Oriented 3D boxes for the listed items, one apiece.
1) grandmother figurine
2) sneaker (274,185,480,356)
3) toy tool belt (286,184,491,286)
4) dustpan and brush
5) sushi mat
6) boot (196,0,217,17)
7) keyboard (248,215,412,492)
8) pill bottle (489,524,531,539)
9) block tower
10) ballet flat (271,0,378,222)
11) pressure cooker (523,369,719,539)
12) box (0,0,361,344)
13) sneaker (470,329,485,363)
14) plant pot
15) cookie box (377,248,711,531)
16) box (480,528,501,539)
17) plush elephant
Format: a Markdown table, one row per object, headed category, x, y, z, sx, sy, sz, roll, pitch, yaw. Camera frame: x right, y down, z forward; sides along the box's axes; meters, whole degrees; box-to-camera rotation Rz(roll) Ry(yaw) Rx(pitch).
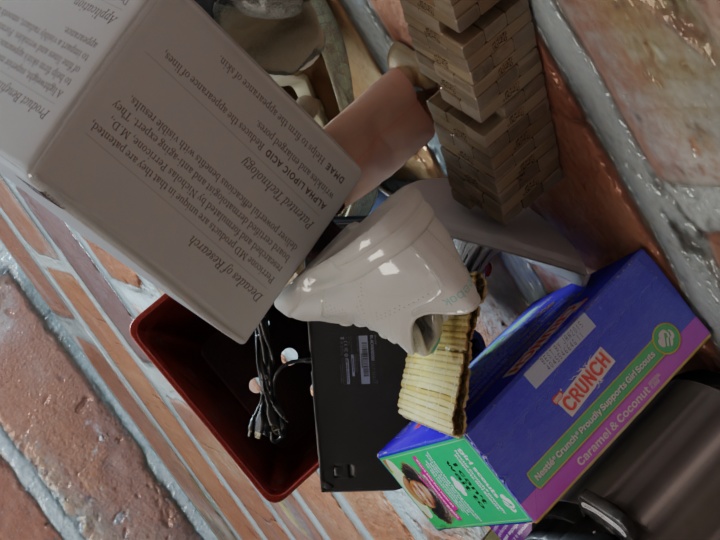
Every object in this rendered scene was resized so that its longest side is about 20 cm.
| category | x | y | z | sx | sy | sz | roll | pitch | yaw |
| --- | --- | --- | --- | --- | --- | --- | --- | --- | --- |
| grandmother figurine | -0.026 | -0.057 | 1.080 | 0.122 | 0.199 | 0.060 | 58 | 161 | -22 |
| sneaker | 0.011 | 0.017 | 0.983 | 0.089 | 0.075 | 0.200 | 46 | 161 | -6 |
| toy tool belt | 0.000 | 0.000 | 1.241 | 0.200 | 0.124 | 0.124 | 37 | -174 | 39 |
| dustpan and brush | 0.071 | -0.028 | 1.102 | 0.138 | 0.058 | 0.200 | 15 | -158 | -7 |
| sushi mat | 0.050 | 0.051 | 1.031 | 0.012 | 0.097 | 0.200 | 11 | 177 | -7 |
| boot | -0.102 | -0.139 | 1.222 | 0.189 | 0.068 | 0.201 | -110 | 0 | -50 |
| keyboard | -0.021 | 0.061 | 1.156 | 0.021 | 0.125 | 0.203 | -71 | -22 | -75 |
| pill bottle | 0.152 | 0.171 | 1.244 | 0.200 | 0.112 | 0.113 | 47 | 162 | 14 |
| block tower | 0.072 | -0.113 | 0.969 | 0.058 | 0.054 | 0.201 | 38 | 159 | 36 |
| ballet flat | -0.037 | -0.124 | 1.143 | 0.202 | 0.067 | 0.062 | 68 | -156 | -10 |
| pressure cooker | 0.196 | 0.182 | 1.010 | 0.176 | 0.200 | 0.179 | 47 | 163 | 0 |
| box | -0.142 | -0.086 | 0.972 | 0.198 | 0.131 | 0.200 | 30 | 171 | 45 |
| sneaker | 0.064 | 0.080 | 1.255 | 0.076 | 0.087 | 0.200 | 66 | -166 | 7 |
| plant pot | -0.066 | 0.072 | 1.485 | 0.200 | 0.200 | 0.176 | 49 | 173 | 5 |
| cookie box | 0.114 | 0.085 | 1.070 | 0.075 | 0.171 | 0.200 | 48 | 163 | -1 |
| box | 0.170 | 0.340 | 1.482 | 0.127 | 0.109 | 0.200 | 31 | 166 | 43 |
| plush elephant | -0.041 | -0.206 | 0.934 | 0.198 | 0.167 | 0.154 | -10 | 167 | 36 |
